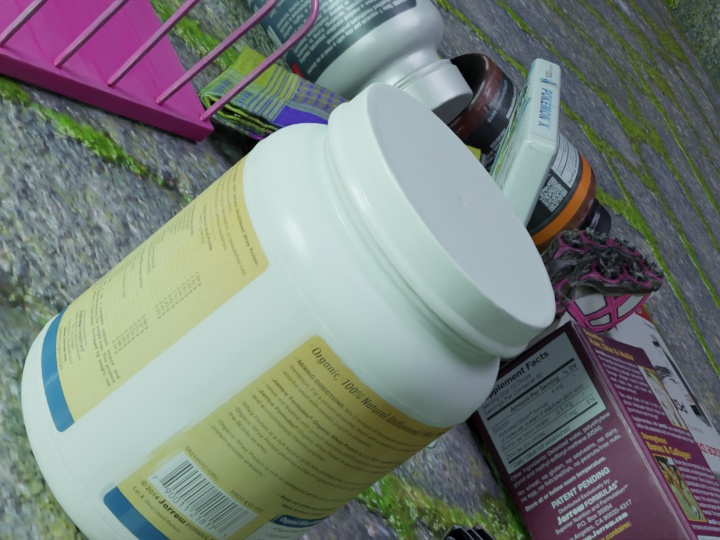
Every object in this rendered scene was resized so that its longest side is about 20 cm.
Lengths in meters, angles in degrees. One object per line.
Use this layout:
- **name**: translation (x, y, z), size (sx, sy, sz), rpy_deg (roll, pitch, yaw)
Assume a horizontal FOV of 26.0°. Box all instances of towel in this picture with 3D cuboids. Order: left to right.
- **towel**: translation (-0.007, -0.092, 1.045), size (0.198, 0.023, 0.144), rpy_deg (24, 22, 2)

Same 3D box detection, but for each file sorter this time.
- **file sorter**: translation (-0.134, -0.185, 0.897), size (0.199, 0.125, 0.140), rpy_deg (15, 42, -59)

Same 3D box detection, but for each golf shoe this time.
- **golf shoe**: translation (0.142, 0.025, 1.126), size (0.199, 0.093, 0.073), rpy_deg (-11, 45, -45)

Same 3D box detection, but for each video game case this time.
- **video game case**: translation (0.079, -0.016, 0.967), size (0.022, 0.202, 0.183), rpy_deg (20, 23, 0)

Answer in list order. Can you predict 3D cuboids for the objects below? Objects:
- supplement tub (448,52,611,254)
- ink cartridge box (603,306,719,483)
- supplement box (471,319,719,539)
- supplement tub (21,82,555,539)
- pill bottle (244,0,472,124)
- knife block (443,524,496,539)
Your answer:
- **supplement tub**: translation (0.129, -0.085, 1.334), size (0.200, 0.107, 0.107), rpy_deg (43, 23, -28)
- **ink cartridge box**: translation (0.202, 0.097, 1.228), size (0.146, 0.083, 0.201), rpy_deg (21, 37, -57)
- **supplement box**: translation (0.175, 0.151, 1.054), size (0.131, 0.103, 0.201), rpy_deg (20, 39, -55)
- **supplement tub**: translation (-0.031, 0.030, 0.667), size (0.145, 0.199, 0.145), rpy_deg (44, 22, -23)
- **pill bottle**: translation (-0.007, -0.189, 1.189), size (0.201, 0.119, 0.119), rpy_deg (56, 21, 8)
- **knife block**: translation (0.088, 0.232, 0.793), size (0.200, 0.064, 0.176), rpy_deg (45, 22, -20)
